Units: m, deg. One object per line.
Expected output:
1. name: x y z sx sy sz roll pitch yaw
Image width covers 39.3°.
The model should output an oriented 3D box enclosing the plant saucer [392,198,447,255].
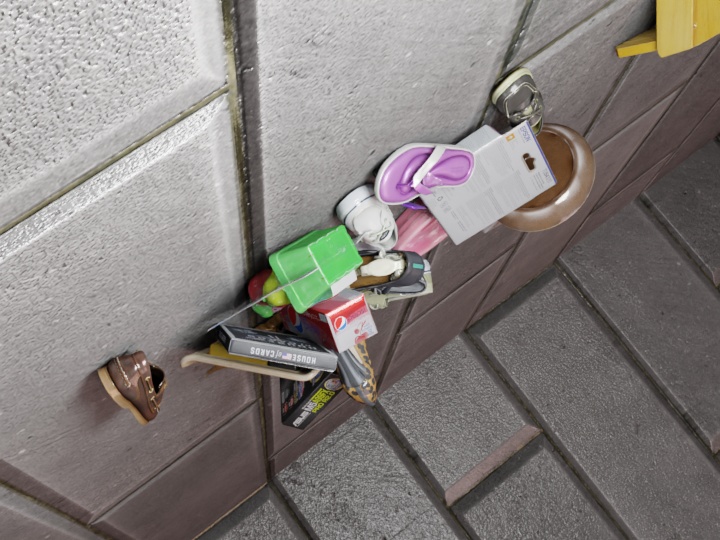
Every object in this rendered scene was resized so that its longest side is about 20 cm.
1. plant saucer: 0.122 -0.090 1.754 0.199 0.051 0.201 -36 168 -9

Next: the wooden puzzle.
1. wooden puzzle: -0.151 0.128 1.486 0.197 0.038 0.185 5 -179 4

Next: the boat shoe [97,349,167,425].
1. boat shoe: -0.298 0.160 1.379 0.070 0.071 0.200 -32 166 -10

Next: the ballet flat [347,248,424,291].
1. ballet flat: 0.000 0.000 1.546 0.197 0.074 0.073 -6 179 21

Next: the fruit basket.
1. fruit basket: -0.097 0.021 1.416 0.199 0.094 0.185 -36 180 32

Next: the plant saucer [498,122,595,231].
1. plant saucer: 0.293 -0.164 1.692 0.200 0.201 0.032 -40 145 8

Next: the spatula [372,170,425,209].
1. spatula: 0.050 -0.118 1.487 0.021 0.056 0.200 -68 160 -6

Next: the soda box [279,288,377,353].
1. soda box: -0.055 0.060 1.468 0.069 0.064 0.199 -27 -161 -21

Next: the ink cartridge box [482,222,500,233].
1. ink cartridge box: 0.301 -0.168 1.915 0.199 0.083 0.147 -27 164 -45

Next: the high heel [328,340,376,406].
1. high heel: -0.014 0.119 1.588 0.071 0.144 0.201 -24 -159 13

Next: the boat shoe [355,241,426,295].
1. boat shoe: 0.030 0.007 1.657 0.198 0.068 0.072 11 131 -42

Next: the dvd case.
1. dvd case: -0.124 0.106 1.423 0.200 0.148 0.025 -169 -90 -76

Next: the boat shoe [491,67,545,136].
1. boat shoe: 0.248 -0.248 1.525 0.072 0.066 0.201 -39 167 8

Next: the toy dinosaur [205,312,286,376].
1. toy dinosaur: -0.182 0.126 1.670 0.199 0.060 0.107 -40 144 -21

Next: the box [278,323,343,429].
1. box: -0.079 0.136 1.671 0.044 0.202 0.160 19 134 -27

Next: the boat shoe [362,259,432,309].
1. boat shoe: 0.032 0.035 1.771 0.197 0.063 0.072 -17 170 11

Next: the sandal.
1. sandal: 0.102 -0.141 1.428 0.201 0.049 0.084 -20 120 -40

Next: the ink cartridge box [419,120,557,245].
1. ink cartridge box: 0.196 -0.144 1.594 0.199 0.044 0.196 -33 146 8

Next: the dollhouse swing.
1. dollhouse swing: 0.530 -0.456 1.681 0.199 0.175 0.184 -30 124 -32

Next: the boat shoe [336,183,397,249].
1. boat shoe: 0.023 -0.074 1.487 0.073 0.067 0.200 -41 167 9
